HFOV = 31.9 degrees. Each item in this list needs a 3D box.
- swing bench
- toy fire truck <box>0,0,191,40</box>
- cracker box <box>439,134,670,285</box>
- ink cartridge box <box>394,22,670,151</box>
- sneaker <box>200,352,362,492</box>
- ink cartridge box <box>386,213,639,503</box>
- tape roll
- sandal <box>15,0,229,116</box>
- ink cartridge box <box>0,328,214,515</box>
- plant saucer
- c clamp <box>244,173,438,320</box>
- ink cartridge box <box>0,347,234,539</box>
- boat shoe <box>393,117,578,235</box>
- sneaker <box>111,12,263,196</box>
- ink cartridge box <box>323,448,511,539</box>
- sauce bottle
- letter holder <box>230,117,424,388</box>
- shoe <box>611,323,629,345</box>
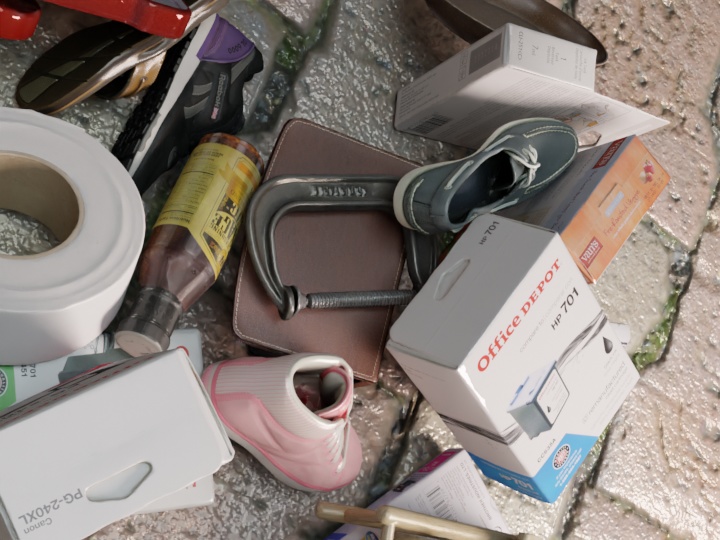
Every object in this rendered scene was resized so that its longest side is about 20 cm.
[{"bbox_3d":[0.058,0.304,1.025,0.200,0.130,0.199,16,76,-26],"label":"swing bench"},{"bbox_3d":[-0.237,-0.250,1.003,0.168,0.200,0.112,12,115,-35],"label":"toy fire truck"},{"bbox_3d":[0.169,-0.041,1.141,0.058,0.200,0.134,47,65,-15],"label":"cracker box"},{"bbox_3d":[0.153,-0.152,1.154,0.176,0.200,0.045,13,75,-24],"label":"ink cartridge box"},{"bbox_3d":[-0.033,0.126,1.031,0.200,0.105,0.075,41,46,-45],"label":"sneaker"},{"bbox_3d":[0.131,0.074,1.041,0.146,0.086,0.200,-52,133,-18],"label":"ink cartridge box"},{"bbox_3d":[-0.267,-0.030,0.952,0.202,0.071,0.203,13,48,-15],"label":"tape roll"},{"bbox_3d":[-0.191,-0.180,1.048,0.200,0.082,0.055,-35,132,-12],"label":"sandal"},{"bbox_3d":[-0.223,0.124,0.986,0.200,0.083,0.147,-3,83,-27],"label":"ink cartridge box"},{"bbox_3d":[0.140,-0.236,1.198,0.200,0.200,0.032,15,118,-23],"label":"plant saucer"},{"bbox_3d":[0.000,0.000,1.036,0.200,0.027,0.171,4,79,-24],"label":"c clamp"},{"bbox_3d":[-0.192,0.120,0.841,0.145,0.200,0.083,-25,93,-27],"label":"ink cartridge box"},{"bbox_3d":[0.122,-0.078,1.069,0.200,0.062,0.073,-23,113,-31],"label":"boat shoe"},{"bbox_3d":[-0.143,-0.128,1.078,0.088,0.076,0.200,34,68,-24],"label":"sneaker"},{"bbox_3d":[0.041,0.260,1.116,0.200,0.042,0.119,-32,98,-29],"label":"ink cartridge box"},{"bbox_3d":[-0.137,-0.019,1.004,0.066,0.066,0.200,32,57,-18],"label":"sauce bottle"},{"bbox_3d":[-0.045,-0.012,1.089,0.142,0.101,0.200,19,73,-20],"label":"letter holder"},{"bbox_3d":[0.166,0.096,1.186,0.200,0.071,0.091,-1,87,-24],"label":"shoe"}]
